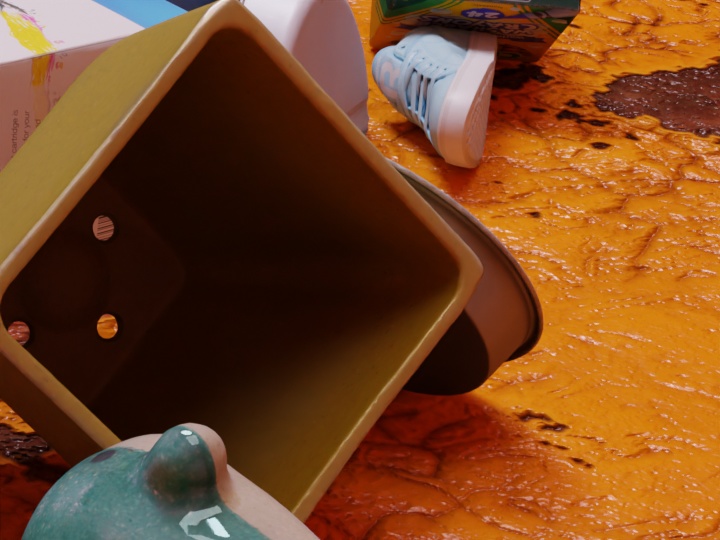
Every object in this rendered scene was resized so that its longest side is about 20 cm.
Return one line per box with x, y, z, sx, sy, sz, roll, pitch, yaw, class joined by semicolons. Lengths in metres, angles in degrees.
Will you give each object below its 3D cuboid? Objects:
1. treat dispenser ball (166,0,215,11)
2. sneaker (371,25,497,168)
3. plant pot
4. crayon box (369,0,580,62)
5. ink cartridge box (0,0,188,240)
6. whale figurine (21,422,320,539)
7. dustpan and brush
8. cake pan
-0.167;-0.199;1.835;0.200;0.202;0.201;6;25;-3;treat dispenser ball
0.045;-0.115;1.877;0.081;0.074;0.200;7;13;2;sneaker
-0.103;0.006;1.376;0.196;0.194;0.200;-52;25;-18;plant pot
0.075;-0.186;1.978;0.125;0.052;0.200;5;-7;-5;crayon box
-0.215;-0.083;1.639;0.199;0.148;0.144;-16;33;-41;ink cartridge box
-0.067;0.144;1.189;0.104;0.160;0.199;-26;24;-38;whale figurine
-0.049;-0.167;1.808;0.057;0.201;0.140;10;25;25;dustpan and brush
0.000;0.000;1.499;0.199;0.201;0.037;19;63;25;cake pan
